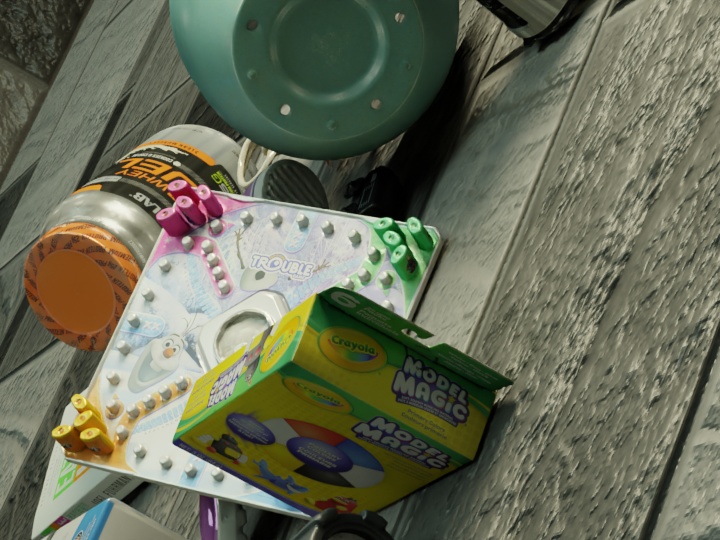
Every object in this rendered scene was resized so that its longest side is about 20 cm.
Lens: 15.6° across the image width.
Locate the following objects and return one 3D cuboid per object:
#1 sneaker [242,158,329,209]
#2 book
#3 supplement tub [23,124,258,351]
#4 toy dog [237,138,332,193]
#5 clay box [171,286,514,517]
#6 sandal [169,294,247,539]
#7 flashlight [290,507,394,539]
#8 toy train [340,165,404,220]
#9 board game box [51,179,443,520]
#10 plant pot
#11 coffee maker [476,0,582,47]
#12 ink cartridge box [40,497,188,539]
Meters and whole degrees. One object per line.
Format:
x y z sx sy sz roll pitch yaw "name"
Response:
-0.070 0.037 1.731 0.114 0.072 0.201 -38 36 43 "sneaker"
-0.184 0.128 2.060 0.200 0.048 0.134 -41 25 45 "book"
-0.163 -0.023 1.991 0.123 0.122 0.200 -50 -3 35 "supplement tub"
-0.022 -0.133 1.953 0.132 0.096 0.201 -42 35 32 "toy dog"
-0.012 0.076 1.417 0.200 0.115 0.048 -36 29 60 "clay box"
-0.106 0.100 1.656 0.083 0.050 0.203 112 151 -58 "sandal"
-0.045 0.199 1.403 0.068 0.068 0.200 -33 -10 -43 "flashlight"
0.000 0.000 1.692 0.046 0.034 0.200 -35 26 33 "toy train"
-0.072 0.042 1.615 0.199 0.026 0.201 10 65 31 "board game box"
-0.025 -0.163 1.729 0.201 0.200 0.161 -58 12 11 "plant pot"
0.073 -0.265 1.605 0.192 0.199 0.135 -57 17 20 "coffee maker"
-0.197 0.252 1.773 0.200 0.084 0.145 -33 31 60 "ink cartridge box"
